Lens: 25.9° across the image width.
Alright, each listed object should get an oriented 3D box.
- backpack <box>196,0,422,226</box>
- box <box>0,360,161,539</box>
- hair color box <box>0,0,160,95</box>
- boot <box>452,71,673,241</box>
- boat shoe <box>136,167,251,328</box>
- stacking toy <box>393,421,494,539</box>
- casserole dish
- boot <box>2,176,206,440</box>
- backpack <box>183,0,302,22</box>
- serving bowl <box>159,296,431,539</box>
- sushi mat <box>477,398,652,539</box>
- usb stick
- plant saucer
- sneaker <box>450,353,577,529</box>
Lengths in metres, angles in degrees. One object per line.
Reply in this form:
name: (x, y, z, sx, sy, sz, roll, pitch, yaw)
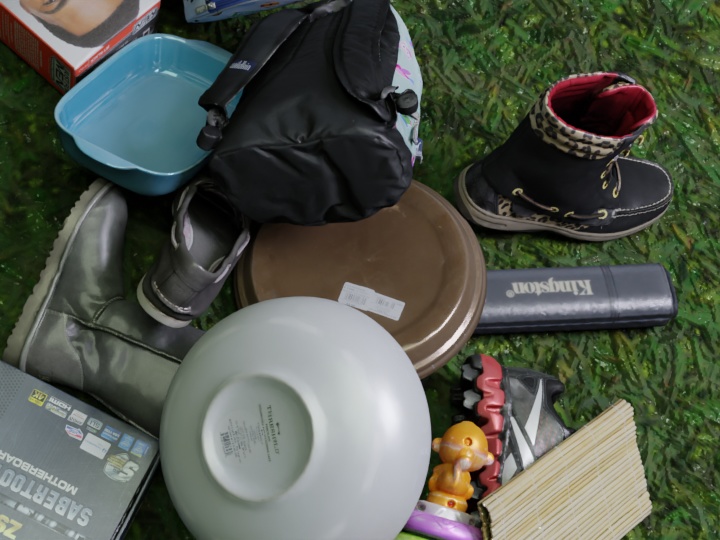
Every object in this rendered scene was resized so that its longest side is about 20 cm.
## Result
backpack: (-0.025, -0.125, 1.206, 0.166, 0.127, 0.200, -1, 40, 11)
box: (-0.261, 0.152, 1.112, 0.200, 0.051, 0.158, 27, 65, 2)
hair color box: (-0.270, -0.240, 1.280, 0.200, 0.061, 0.102, 41, 65, 8)
boot: (0.189, -0.090, 1.241, 0.200, 0.151, 0.073, 2, 62, -22)
boat shoe: (-0.111, -0.030, 1.171, 0.067, 0.057, 0.200, 37, 31, -13)
stacking toy: (0.048, 0.202, 1.090, 0.116, 0.110, 0.200, 15, 80, 2)
casserole dish: (-0.157, -0.120, 1.226, 0.121, 0.039, 0.200, 27, 40, 9)
boot: (-0.144, 0.042, 1.173, 0.200, 0.073, 0.182, 20, 77, 6)
backpack: (-0.073, -0.286, 1.250, 0.200, 0.190, 0.154, -33, 102, -43)
serving bowl: (-0.056, 0.114, 1.065, 0.200, 0.066, 0.201, -3, 83, 23)
sushi mat: (0.152, 0.173, 1.135, 0.200, 0.012, 0.096, -27, 107, -47)
usb stick: (0.157, 0.023, 1.258, 0.199, 0.033, 0.056, -2, 67, -11)
plant saucer: (0.000, 0.000, 1.222, 0.200, 0.029, 0.200, 1, 61, -1)
sneaker: (0.121, 0.159, 1.169, 0.098, 0.071, 0.201, 3, 65, -8)
